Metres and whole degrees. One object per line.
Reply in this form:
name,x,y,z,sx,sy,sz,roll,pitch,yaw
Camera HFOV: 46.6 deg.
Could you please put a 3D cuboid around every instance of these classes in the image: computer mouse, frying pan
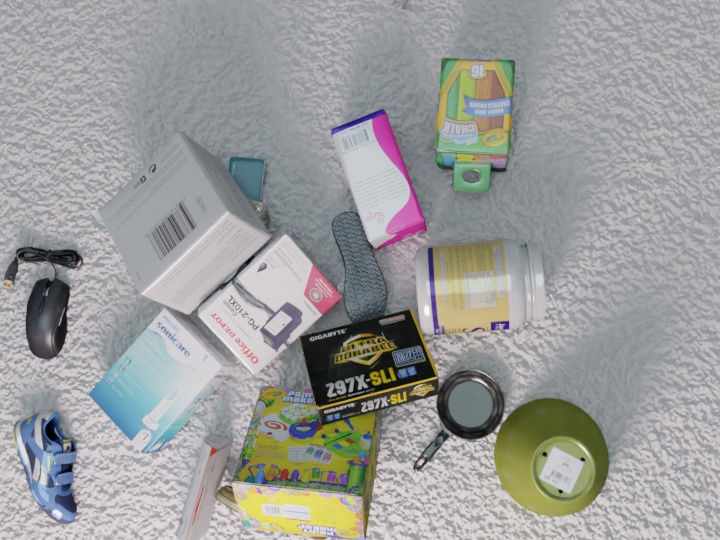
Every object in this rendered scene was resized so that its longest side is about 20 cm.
computer mouse,-0.589,0.051,1.504,0.138,0.046,0.203,10,85,8
frying pan,0.170,0.258,1.385,0.113,0.031,0.193,19,89,10

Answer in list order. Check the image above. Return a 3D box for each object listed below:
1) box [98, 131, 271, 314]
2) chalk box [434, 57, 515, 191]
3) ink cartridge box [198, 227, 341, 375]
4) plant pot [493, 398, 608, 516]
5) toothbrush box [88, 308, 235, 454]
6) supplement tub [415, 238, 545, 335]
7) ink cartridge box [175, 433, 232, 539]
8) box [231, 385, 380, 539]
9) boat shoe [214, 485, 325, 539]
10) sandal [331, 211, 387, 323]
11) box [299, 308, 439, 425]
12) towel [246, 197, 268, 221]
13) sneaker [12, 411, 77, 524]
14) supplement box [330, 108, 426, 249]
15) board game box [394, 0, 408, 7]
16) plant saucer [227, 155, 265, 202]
box,-0.288,-0.076,1.371,0.199,0.131,0.201,-41,60,9
chalk box,0.189,-0.235,1.394,0.123,0.124,0.203,3,83,8
ink cartridge box,-0.154,0.052,1.403,0.200,0.084,0.145,-42,104,1
plant pot,0.300,0.294,1.277,0.184,0.200,0.190,-1,83,7
toothbrush box,-0.338,0.188,1.434,0.146,0.085,0.200,41,90,11
supplement tub,0.192,0.026,1.352,0.197,0.145,0.148,-5,82,7
ink cartridge box,-0.263,0.356,1.345,0.056,0.200,0.165,15,85,7
box,-0.077,0.299,1.320,0.197,0.123,0.194,4,42,9
boat shoe,-0.143,0.390,1.396,0.197,0.073,0.064,19,80,-1
sandal,0.001,-0.001,1.434,0.075,0.043,0.203,-10,83,-2
box,0.012,0.152,1.348,0.197,0.050,0.161,-13,43,-6
towel,-0.266,-0.079,1.470,0.198,0.034,0.134,19,90,19
sneaker,-0.531,0.338,1.449,0.081,0.074,0.202,-26,81,2
supplement box,0.033,-0.151,1.417,0.100,0.103,0.203,-20,80,5
board game box,0.076,-0.598,1.485,0.147,0.064,0.201,37,88,11
plant saucer,-0.211,-0.101,1.486,0.069,0.019,0.203,5,85,8
